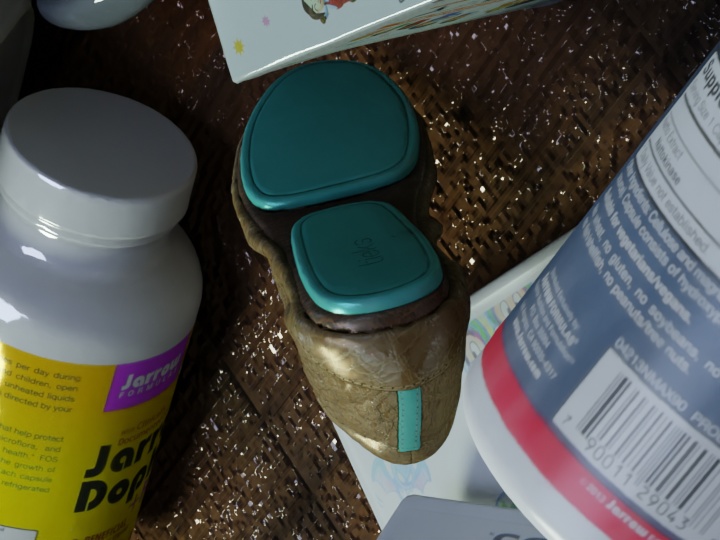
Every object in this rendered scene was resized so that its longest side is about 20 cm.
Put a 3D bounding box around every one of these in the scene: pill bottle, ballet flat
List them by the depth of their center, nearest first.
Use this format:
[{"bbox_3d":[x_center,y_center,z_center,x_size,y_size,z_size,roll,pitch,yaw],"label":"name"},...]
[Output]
[{"bbox_3d":[0.129,-0.008,0.697,0.120,0.119,0.200,47,113,26],"label":"pill bottle"},{"bbox_3d":[0.000,0.000,0.832,0.200,0.068,0.072,-112,12,-63],"label":"ballet flat"},{"bbox_3d":[-0.121,0.033,1.004,0.104,0.104,0.200,41,129,30],"label":"pill bottle"}]

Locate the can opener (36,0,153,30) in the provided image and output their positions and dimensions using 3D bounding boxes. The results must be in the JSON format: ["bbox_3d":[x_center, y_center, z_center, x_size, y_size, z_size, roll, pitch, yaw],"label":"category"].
[{"bbox_3d":[-0.043,-0.137,0.894,0.200,0.053,0.067,-29,51,50],"label":"can opener"}]

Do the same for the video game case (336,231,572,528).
[{"bbox_3d":[0.085,0.084,0.851,0.200,0.024,0.182,-35,76,47],"label":"video game case"}]

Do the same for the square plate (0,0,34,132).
[{"bbox_3d":[-0.172,-0.022,1.004,0.028,0.198,0.200,20,123,2],"label":"square plate"}]

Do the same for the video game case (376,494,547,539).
[{"bbox_3d":[0.032,0.156,0.773,0.182,0.200,0.024,3,140,45],"label":"video game case"}]

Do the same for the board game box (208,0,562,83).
[{"bbox_3d":[0.067,-0.118,0.726,0.200,0.147,0.064,-19,90,47],"label":"board game box"}]
